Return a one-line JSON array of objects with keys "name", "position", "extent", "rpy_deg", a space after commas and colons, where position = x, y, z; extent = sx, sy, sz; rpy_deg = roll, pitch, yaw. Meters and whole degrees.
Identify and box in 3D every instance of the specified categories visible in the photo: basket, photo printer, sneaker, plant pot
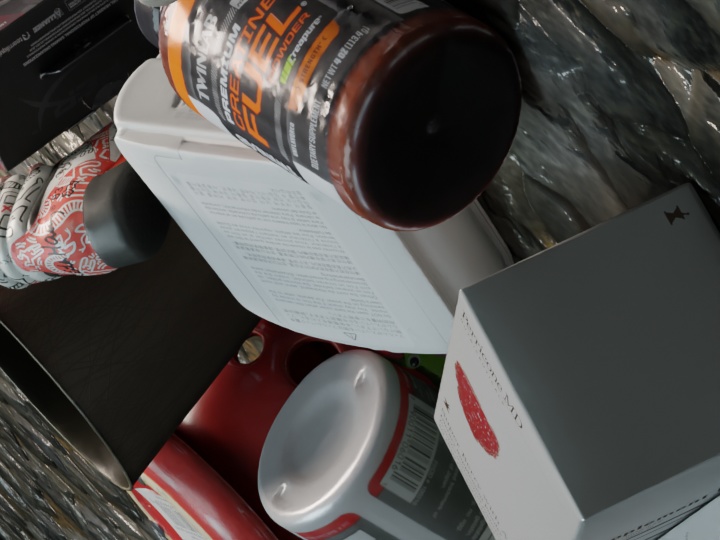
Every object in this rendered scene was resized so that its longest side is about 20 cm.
[{"name": "basket", "position": [-0.122, -0.002, 1.765], "extent": [0.180, 0.200, 0.136], "rpy_deg": [52, 165, -16]}, {"name": "photo printer", "position": [-0.016, -0.029, 1.564], "extent": [0.166, 0.069, 0.200], "rpy_deg": [8, 150, 35]}, {"name": "sneaker", "position": [-0.143, -0.055, 1.661], "extent": [0.108, 0.201, 0.067], "rpy_deg": [-13, 114, 23]}, {"name": "plant pot", "position": [-0.046, 0.107, 1.889], "extent": [0.200, 0.183, 0.200], "rpy_deg": [42, 166, 13]}]

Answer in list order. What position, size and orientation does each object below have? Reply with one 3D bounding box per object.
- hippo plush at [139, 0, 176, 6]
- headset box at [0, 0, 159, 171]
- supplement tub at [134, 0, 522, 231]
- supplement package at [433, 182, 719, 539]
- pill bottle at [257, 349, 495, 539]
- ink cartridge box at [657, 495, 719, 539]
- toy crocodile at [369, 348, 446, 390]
[{"name": "hippo plush", "position": [-0.091, -0.233, 1.266], "extent": [0.200, 0.159, 0.161], "rpy_deg": [32, 135, -2]}, {"name": "headset box", "position": [-0.190, -0.140, 1.690], "extent": [0.200, 0.149, 0.075], "rpy_deg": [26, 149, 56]}, {"name": "supplement tub", "position": [-0.023, -0.101, 1.413], "extent": [0.200, 0.107, 0.107], "rpy_deg": [32, 160, 44]}, {"name": "supplement package", "position": [0.115, 0.065, 1.379], "extent": [0.121, 0.120, 0.200], "rpy_deg": [63, 169, 17]}, {"name": "pill bottle", "position": [0.049, 0.138, 1.745], "extent": [0.200, 0.114, 0.114], "rpy_deg": [33, 174, -30]}, {"name": "ink cartridge box", "position": [0.181, 0.190, 1.389], "extent": [0.146, 0.083, 0.200], "rpy_deg": [24, 139, -22]}, {"name": "toy crocodile", "position": [0.000, 0.000, 1.703], "extent": [0.200, 0.062, 0.067], "rpy_deg": [53, 164, -24]}]
